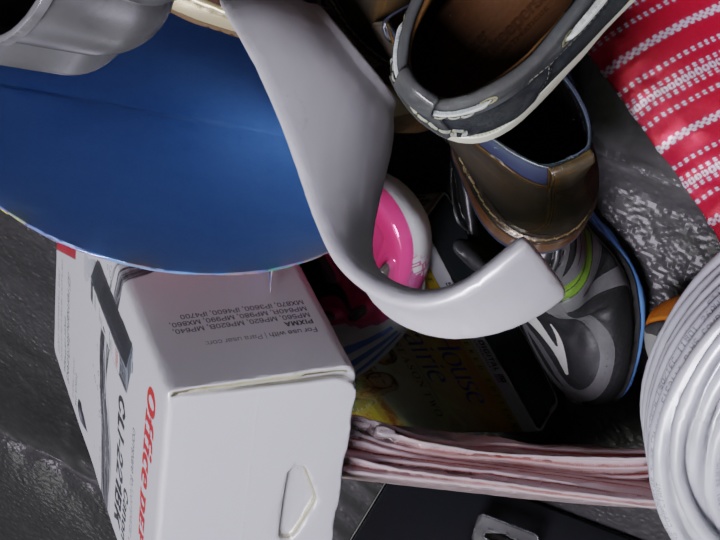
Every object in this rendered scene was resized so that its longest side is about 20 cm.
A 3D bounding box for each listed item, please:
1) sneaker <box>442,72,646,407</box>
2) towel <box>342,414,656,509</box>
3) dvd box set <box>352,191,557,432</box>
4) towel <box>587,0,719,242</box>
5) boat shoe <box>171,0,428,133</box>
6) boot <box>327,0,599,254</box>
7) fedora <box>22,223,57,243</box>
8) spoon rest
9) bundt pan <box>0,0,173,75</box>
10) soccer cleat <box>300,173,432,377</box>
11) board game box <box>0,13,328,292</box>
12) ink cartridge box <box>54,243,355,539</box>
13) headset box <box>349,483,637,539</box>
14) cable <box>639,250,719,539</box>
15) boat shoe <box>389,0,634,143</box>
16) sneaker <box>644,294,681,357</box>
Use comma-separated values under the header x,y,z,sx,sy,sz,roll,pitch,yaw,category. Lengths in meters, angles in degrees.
x,y,z,sx,sy,sz,roll,pitch,yaw,category
0.078,-0.011,0.784,0.070,0.083,0.201,6,134,34,sneaker
0.048,0.095,0.847,0.189,0.033,0.200,9,173,-17,towel
-0.004,0.030,0.936,0.199,0.029,0.147,-4,127,41,dvd box set
0.152,-0.097,0.685,0.144,0.023,0.200,-21,116,47,towel
-0.038,-0.140,0.758,0.199,0.072,0.072,34,120,13,boat shoe
0.038,-0.105,0.669,0.201,0.074,0.097,57,174,8,boot
-0.150,-0.081,0.863,0.176,0.090,0.201,32,149,13,fedora
-0.002,-0.042,0.656,0.200,0.061,0.099,51,-178,41,spoon rest
-0.111,-0.171,0.688,0.075,0.204,0.201,16,159,-39,bundt pan
0.000,0.000,0.805,0.070,0.086,0.200,56,150,11,soccer cleat
-0.090,-0.052,0.734,0.157,0.201,0.039,9,129,-11,board game box
-0.080,0.042,0.774,0.200,0.083,0.145,-121,31,-46,ink cartridge box
0.084,0.223,1.026,0.173,0.093,0.201,18,140,22,headset box
0.217,0.059,0.703,0.198,0.069,0.201,5,121,-6,cable
0.081,-0.131,0.577,0.072,0.201,0.068,39,-174,16,boat shoe
0.191,0.097,0.826,0.200,0.076,0.092,49,146,-15,sneaker
